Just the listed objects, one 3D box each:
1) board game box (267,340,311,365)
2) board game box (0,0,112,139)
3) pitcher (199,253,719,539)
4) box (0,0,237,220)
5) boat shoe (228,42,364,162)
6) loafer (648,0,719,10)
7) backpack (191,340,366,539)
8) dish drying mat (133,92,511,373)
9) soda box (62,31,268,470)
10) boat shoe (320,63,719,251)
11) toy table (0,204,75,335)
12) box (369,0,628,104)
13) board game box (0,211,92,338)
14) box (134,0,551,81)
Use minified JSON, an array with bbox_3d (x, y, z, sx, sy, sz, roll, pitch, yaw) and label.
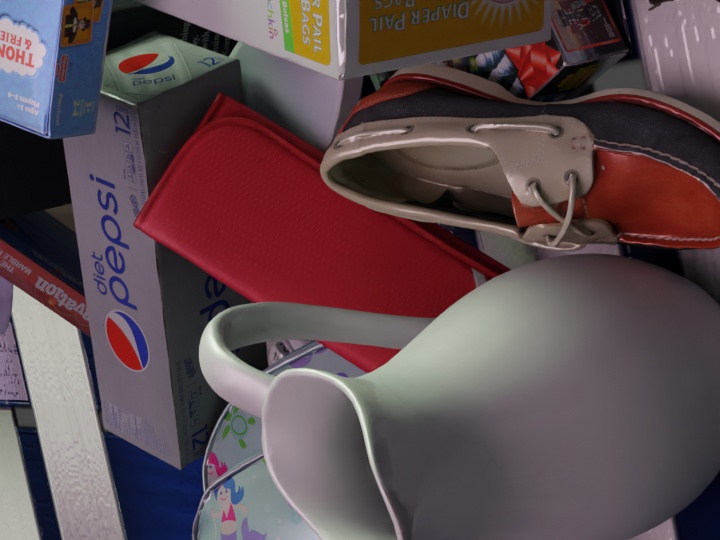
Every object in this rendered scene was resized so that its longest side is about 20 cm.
[{"bbox_3d":[-0.045,0.056,1.227,0.200,0.026,0.201,-30,77,57],"label":"board game box"},{"bbox_3d":[-0.169,-0.176,0.977,0.151,0.037,0.201,21,109,32],"label":"board game box"},{"bbox_3d":[0.047,0.049,0.918,0.172,0.199,0.122,45,137,39],"label":"pitcher"},{"bbox_3d":[-0.156,-0.141,1.155,0.197,0.199,0.118,47,139,38],"label":"box"},{"bbox_3d":[-0.028,-0.060,1.080,0.074,0.068,0.200,43,139,23],"label":"boat shoe"},{"bbox_3d":[0.168,-0.115,0.797,0.200,0.073,0.072,28,135,56],"label":"loafer"},{"bbox_3d":[0.011,0.129,1.056,0.177,0.150,0.201,-27,70,35],"label":"backpack"},{"bbox_3d":[0.000,0.000,1.003,0.199,0.077,0.018,32,170,3],"label":"dish drying mat"},{"bbox_3d":[-0.094,-0.009,1.075,0.063,0.068,0.201,22,128,39],"label":"soda box"},{"bbox_3d":[0.076,-0.040,0.922,0.199,0.063,0.071,16,133,33],"label":"boat shoe"},{"bbox_3d":[-0.185,-0.066,1.282,0.184,0.116,0.201,-174,79,-67],"label":"toy table"},{"bbox_3d":[0.034,-0.152,1.006,0.137,0.040,0.201,-43,67,54],"label":"box"},{"bbox_3d":[-0.192,-0.025,1.154,0.019,0.200,0.103,-51,18,8],"label":"board game box"},{"bbox_3d":[-0.018,-0.158,0.939,0.200,0.112,0.102,28,125,52],"label":"box"}]
